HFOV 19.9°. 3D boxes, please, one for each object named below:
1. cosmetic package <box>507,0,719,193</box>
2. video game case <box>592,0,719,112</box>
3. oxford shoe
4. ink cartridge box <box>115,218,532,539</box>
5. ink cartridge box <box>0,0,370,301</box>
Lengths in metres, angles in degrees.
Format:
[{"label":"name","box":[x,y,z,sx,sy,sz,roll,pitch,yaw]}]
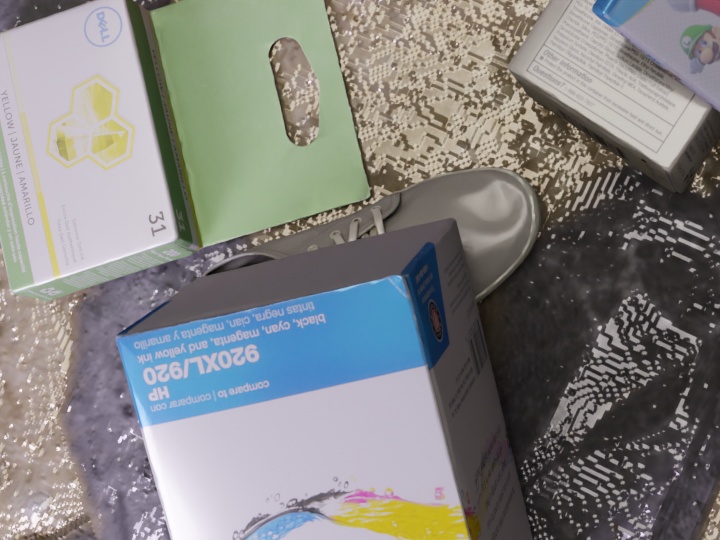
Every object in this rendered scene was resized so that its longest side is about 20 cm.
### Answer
[{"label":"cosmetic package","box":[0.173,-0.153,1.038,0.105,0.071,0.201,35,92,16]},{"label":"video game case","box":[0.226,-0.127,0.990,0.199,0.018,0.144,34,92,-20]},{"label":"oxford shoe","box":[0.000,0.000,1.071,0.198,0.058,0.076,-20,75,10]},{"label":"ink cartridge box","box":[-0.008,0.098,0.984,0.143,0.147,0.202,-13,98,13]},{"label":"ink cartridge box","box":[-0.108,-0.081,1.117,0.198,0.048,0.147,-17,78,14]}]
